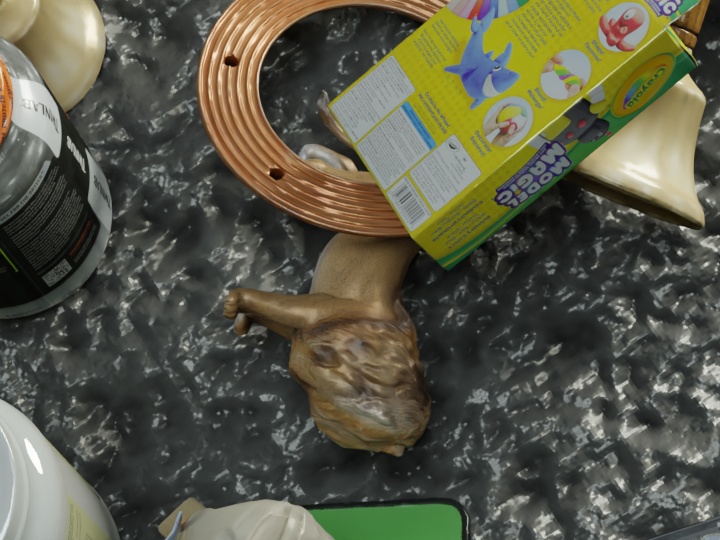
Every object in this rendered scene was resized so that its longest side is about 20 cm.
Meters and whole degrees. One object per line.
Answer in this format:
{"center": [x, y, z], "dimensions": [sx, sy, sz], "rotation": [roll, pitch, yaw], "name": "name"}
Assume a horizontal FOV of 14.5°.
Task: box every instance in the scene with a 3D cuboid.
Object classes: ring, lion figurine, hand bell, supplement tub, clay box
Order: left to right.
{"center": [-0.214, 0.143, 1.494], "dimensions": [0.144, 0.200, 0.146], "rotation": [-3, 70, 8], "name": "supplement tub"}
{"center": [-0.216, -0.058, 1.564], "dimensions": [0.122, 0.200, 0.123], "rotation": [-3, 71, 8], "name": "supplement tub"}
{"center": [-0.217, -0.165, 1.601], "dimensions": [0.103, 0.200, 0.105], "rotation": [-3, 71, 8], "name": "hand bell"}
{"center": [0.000, 0.000, 1.579], "dimensions": [0.122, 0.073, 0.201], "rotation": [14, 71, 10], "name": "lion figurine"}
{"center": [0.005, -0.097, 1.602], "dimensions": [0.199, 0.019, 0.201], "rotation": [4, 55, -6], "name": "ring"}
{"center": [0.089, -0.107, 1.508], "dimensions": [0.200, 0.048, 0.115], "rotation": [-38, 50, 8], "name": "clay box"}
{"center": [0.176, -0.135, 1.551], "dimensions": [0.104, 0.104, 0.201], "rotation": [21, 88, 16], "name": "hand bell"}

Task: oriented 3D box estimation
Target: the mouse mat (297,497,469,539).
{"center": [-0.020, 0.214, 1.519], "dimensions": [0.160, 0.008, 0.201], "rotation": [-4, 58, 8], "name": "mouse mat"}

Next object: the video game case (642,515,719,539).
{"center": [0.164, 0.238, 1.474], "dimensions": [0.180, 0.026, 0.201], "rotation": [-19, 66, 13], "name": "video game case"}

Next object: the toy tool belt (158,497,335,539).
{"center": [-0.097, 0.207, 1.477], "dimensions": [0.122, 0.125, 0.201], "rotation": [3, 54, 42], "name": "toy tool belt"}
